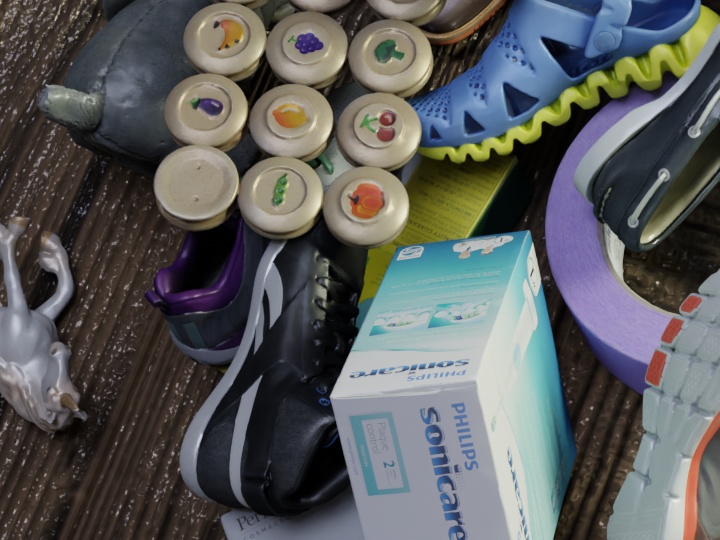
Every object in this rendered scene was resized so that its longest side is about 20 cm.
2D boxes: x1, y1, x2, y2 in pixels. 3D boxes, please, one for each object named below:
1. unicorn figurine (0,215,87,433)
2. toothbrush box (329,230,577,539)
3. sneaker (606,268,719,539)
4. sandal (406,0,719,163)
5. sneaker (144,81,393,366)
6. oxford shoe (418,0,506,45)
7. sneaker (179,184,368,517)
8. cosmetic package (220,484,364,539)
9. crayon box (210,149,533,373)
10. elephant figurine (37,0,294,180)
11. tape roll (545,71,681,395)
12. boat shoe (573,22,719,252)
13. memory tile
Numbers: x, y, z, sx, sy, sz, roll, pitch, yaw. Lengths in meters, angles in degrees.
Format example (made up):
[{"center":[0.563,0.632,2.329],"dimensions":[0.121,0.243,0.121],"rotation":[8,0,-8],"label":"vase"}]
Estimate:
[{"center":[-0.231,0.036,1.837],"dimensions":[0.199,0.074,0.138],"rotation":[-7,72,31],"label":"unicorn figurine"},{"center":[0.055,0.086,1.618],"dimensions":[0.085,0.147,0.200],"rotation":[-8,23,14],"label":"toothbrush box"},{"center":[0.203,0.090,1.635],"dimensions":[0.077,0.082,0.201],"rotation":[45,119,57],"label":"sneaker"},{"center":[0.110,-0.132,1.731],"dimensions":[0.199,0.087,0.080],"rotation":[-25,25,6],"label":"sandal"},{"center":[-0.049,-0.038,1.738],"dimensions":[0.074,0.088,0.200],"rotation":[28,76,27],"label":"sneaker"},{"center":[0.078,-0.237,1.858],"dimensions":[0.071,0.073,0.201],"rotation":[19,73,24],"label":"oxford shoe"},{"center":[-0.015,0.051,1.678],"dimensions":[0.112,0.073,0.201],"rotation":[13,74,43],"label":"sneaker"},{"center":[0.006,0.213,1.669],"dimensions":[0.101,0.071,0.201],"rotation":[-27,60,4],"label":"cosmetic package"},{"center":[0.000,0.000,1.784],"dimensions":[0.127,0.051,0.200],"rotation":[26,75,27],"label":"crayon box"},{"center":[-0.104,-0.158,1.831],"dimensions":[0.141,0.155,0.201],"rotation":[24,86,-10],"label":"elephant figurine"},{"center":[0.211,-0.021,1.718],"dimensions":[0.199,0.066,0.201],"rotation":[-7,63,14],"label":"tape roll"},{"center":[0.211,-0.093,1.666],"dimensions":[0.200,0.075,0.060],"rotation":[-47,60,17],"label":"boat shoe"},{"center":[-0.035,-0.108,1.719],"dimensions":[0.152,0.017,0.201],"rotation":[7,64,6],"label":"memory tile"}]
